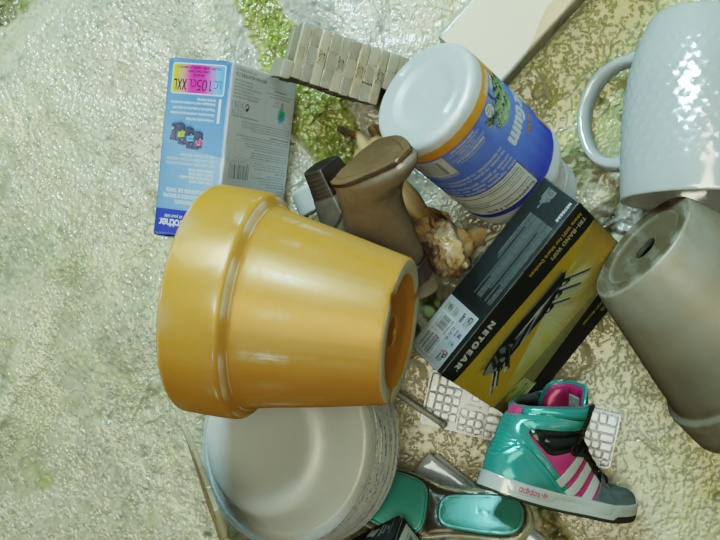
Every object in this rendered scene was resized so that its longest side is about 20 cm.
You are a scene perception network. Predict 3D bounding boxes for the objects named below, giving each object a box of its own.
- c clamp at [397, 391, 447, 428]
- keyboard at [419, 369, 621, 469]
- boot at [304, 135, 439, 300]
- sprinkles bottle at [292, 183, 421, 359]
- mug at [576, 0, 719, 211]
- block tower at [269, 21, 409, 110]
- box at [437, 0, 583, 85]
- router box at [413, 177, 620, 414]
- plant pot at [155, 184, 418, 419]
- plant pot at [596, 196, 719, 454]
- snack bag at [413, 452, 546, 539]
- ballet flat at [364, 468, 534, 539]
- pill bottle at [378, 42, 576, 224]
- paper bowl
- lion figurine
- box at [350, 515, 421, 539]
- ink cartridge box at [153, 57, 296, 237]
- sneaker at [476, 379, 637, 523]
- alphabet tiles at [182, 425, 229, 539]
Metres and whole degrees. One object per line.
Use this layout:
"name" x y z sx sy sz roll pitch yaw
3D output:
"c clamp" -0.036 0.179 1.196 0.170 0.027 0.201 40 98 8
"keyboard" 0.162 0.151 1.179 0.198 0.011 0.057 13 94 7
"boot" 0.026 -0.039 1.039 0.070 0.199 0.147 -38 107 -20
"sprinkles bottle" 0.000 0.000 1.166 0.068 0.068 0.202 -24 90 8
"mug" 0.297 -0.151 1.092 0.198 0.147 0.178 -2 84 38
"block tower" 0.016 -0.186 1.126 0.198 0.054 0.059 14 94 -17
"box" 0.170 -0.270 1.118 0.078 0.095 0.200 43 99 3
"router box" 0.161 0.033 1.098 0.201 0.157 0.052 -52 49 5
"plant pot" -0.051 0.038 0.999 0.181 0.200 0.203 9 94 16
"plant pot" 0.314 0.032 1.041 0.173 0.200 0.200 41 97 -9
"snack bag" 0.089 0.321 1.192 0.188 0.021 0.201 36 96 5
"ballet flat" 0.074 0.242 1.148 0.198 0.062 0.068 9 68 17
"pill bottle" 0.118 -0.113 1.079 0.111 0.199 0.113 -24 51 33
"paper bowl" -0.069 0.167 1.125 0.199 0.104 0.203 -5 80 28
"lion figurine" 0.038 -0.073 1.130 0.200 0.122 0.073 45 97 4
"box" -0.012 0.347 1.125 0.199 0.106 0.123 -32 100 29
"ink cartridge box" -0.133 -0.098 1.140 0.076 0.136 0.203 6 93 24
"sneaker" 0.203 0.169 1.113 0.199 0.083 0.122 19 84 -36
"alphabet tiles" -0.140 0.242 1.124 0.007 0.200 0.169 -19 118 -12
